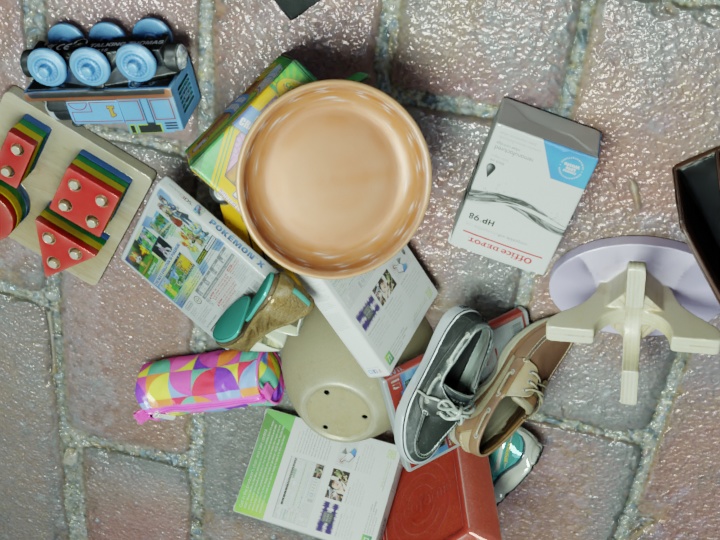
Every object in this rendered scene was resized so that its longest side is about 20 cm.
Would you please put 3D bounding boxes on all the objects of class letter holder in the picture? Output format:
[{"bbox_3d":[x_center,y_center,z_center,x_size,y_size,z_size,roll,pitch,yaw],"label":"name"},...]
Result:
[{"bbox_3d":[0.414,-0.017,1.154,0.100,0.142,0.200,-24,115,27],"label":"letter holder"}]

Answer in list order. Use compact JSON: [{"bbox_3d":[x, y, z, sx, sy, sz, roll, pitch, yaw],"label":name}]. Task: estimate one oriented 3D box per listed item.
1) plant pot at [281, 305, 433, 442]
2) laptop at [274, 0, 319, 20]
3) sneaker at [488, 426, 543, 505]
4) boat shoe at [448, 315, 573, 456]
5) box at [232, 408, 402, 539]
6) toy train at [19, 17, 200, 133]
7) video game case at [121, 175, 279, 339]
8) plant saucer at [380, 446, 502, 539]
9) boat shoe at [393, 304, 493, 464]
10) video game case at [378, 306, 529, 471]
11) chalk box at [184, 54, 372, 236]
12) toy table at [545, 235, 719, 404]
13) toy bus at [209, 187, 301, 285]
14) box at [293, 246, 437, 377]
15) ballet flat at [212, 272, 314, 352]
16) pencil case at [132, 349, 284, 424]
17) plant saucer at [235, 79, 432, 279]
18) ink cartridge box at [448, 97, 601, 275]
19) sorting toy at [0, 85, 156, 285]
[{"bbox_3d":[-0.014,0.133,1.370,0.199,0.135,0.201,7,125,10],"label":"plant pot"},{"bbox_3d":[-0.058,-0.347,1.074,0.199,0.103,0.177,-27,113,28],"label":"laptop"},{"bbox_3d":[0.163,0.272,1.471,0.080,0.077,0.200,40,121,10],"label":"sneaker"},{"bbox_3d":[0.190,0.143,1.319,0.076,0.072,0.200,38,92,-33],"label":"boat shoe"},{"bbox_3d":[-0.053,0.276,1.460,0.199,0.145,0.036,14,164,15],"label":"box"},{"bbox_3d":[-0.280,-0.212,1.236,0.199,0.087,0.115,0,129,14],"label":"toy train"},{"bbox_3d":[-0.194,-0.003,1.332,0.182,0.022,0.200,41,146,-2],"label":"video game case"},{"bbox_3d":[0.086,0.301,1.417,0.037,0.201,0.199,28,128,-30],"label":"plant saucer"},{"bbox_3d":[0.102,0.142,1.276,0.073,0.068,0.200,18,103,-33],"label":"boat shoe"},{"bbox_3d":[0.126,0.144,1.341,0.199,0.017,0.144,-25,122,-15],"label":"video game case"},{"bbox_3d":[-0.074,-0.147,1.180,0.124,0.124,0.200,44,91,-16],"label":"chalk box"},{"bbox_3d":[0.308,0.043,1.239,0.199,0.117,0.185,-7,121,19],"label":"toy table"},{"bbox_3d":[-0.116,-0.049,1.314,0.078,0.065,0.201,-2,123,16],"label":"toy bus"},{"bbox_3d":[0.000,0.000,1.260,0.036,0.145,0.200,-11,122,41],"label":"box"},{"bbox_3d":[-0.105,0.056,1.246,0.072,0.068,0.200,28,150,-15],"label":"ballet flat"},{"bbox_3d":[-0.200,0.152,1.461,0.199,0.089,0.089,-13,120,21],"label":"pencil case"},{"bbox_3d":[-0.028,-0.092,1.119,0.199,0.037,0.201,-3,103,-11],"label":"plant saucer"},{"bbox_3d":[0.173,-0.074,1.223,0.115,0.067,0.201,19,126,0],"label":"ink cartridge box"},{"bbox_3d":[-0.383,-0.085,1.354,0.199,0.070,0.199,31,125,-8],"label":"sorting toy"}]
